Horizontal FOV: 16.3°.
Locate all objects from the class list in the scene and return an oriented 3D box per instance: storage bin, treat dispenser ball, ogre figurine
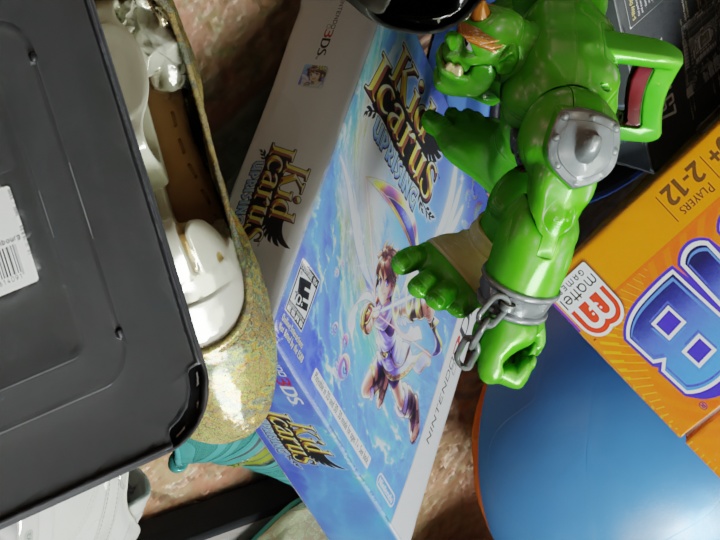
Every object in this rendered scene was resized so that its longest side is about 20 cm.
[{"bbox_3d":[-0.153,-0.015,0.898,0.135,0.094,0.200,-23,104,-28],"label":"storage bin"},{"bbox_3d":[0.158,0.096,1.328,0.201,0.201,0.201,-29,139,-28],"label":"treat dispenser ball"},{"bbox_3d":[0.072,-0.061,1.052,0.120,0.098,0.200,-63,178,41],"label":"ogre figurine"}]

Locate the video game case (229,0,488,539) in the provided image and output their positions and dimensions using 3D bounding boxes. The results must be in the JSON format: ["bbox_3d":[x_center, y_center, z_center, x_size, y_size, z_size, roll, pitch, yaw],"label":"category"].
[{"bbox_3d":[0.000,0.000,1.128,0.200,0.045,0.181,61,40,-53],"label":"video game case"}]

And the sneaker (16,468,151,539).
[{"bbox_3d":[-0.138,0.139,1.137,0.100,0.075,0.200,-23,146,-33],"label":"sneaker"}]

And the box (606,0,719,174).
[{"bbox_3d":[0.145,-0.170,1.138,0.160,0.043,0.200,-44,134,-28],"label":"box"}]

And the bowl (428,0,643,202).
[{"bbox_3d":[0.120,-0.118,1.233,0.200,0.039,0.201,-29,140,-28],"label":"bowl"}]

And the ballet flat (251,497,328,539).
[{"bbox_3d":[-0.070,0.192,1.242,0.200,0.062,0.067,-45,144,-6],"label":"ballet flat"}]

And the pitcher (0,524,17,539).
[{"bbox_3d":[-0.238,0.112,0.967,0.171,0.121,0.200,-33,150,5],"label":"pitcher"}]

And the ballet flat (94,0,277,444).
[{"bbox_3d":[-0.081,-0.029,0.977,0.071,0.200,0.071,-15,175,-1],"label":"ballet flat"}]

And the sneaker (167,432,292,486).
[{"bbox_3d":[-0.060,0.062,1.188,0.080,0.078,0.200,-24,151,13],"label":"sneaker"}]

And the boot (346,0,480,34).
[{"bbox_3d":[0.026,-0.136,1.027,0.200,0.138,0.078,-10,128,-44],"label":"boot"}]

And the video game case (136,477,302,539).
[{"bbox_3d":[-0.075,0.190,1.310,0.200,0.025,0.181,-16,133,-39],"label":"video game case"}]

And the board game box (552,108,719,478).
[{"bbox_3d":[0.251,-0.016,1.190,0.200,0.200,0.200,-42,177,-46],"label":"board game box"}]
